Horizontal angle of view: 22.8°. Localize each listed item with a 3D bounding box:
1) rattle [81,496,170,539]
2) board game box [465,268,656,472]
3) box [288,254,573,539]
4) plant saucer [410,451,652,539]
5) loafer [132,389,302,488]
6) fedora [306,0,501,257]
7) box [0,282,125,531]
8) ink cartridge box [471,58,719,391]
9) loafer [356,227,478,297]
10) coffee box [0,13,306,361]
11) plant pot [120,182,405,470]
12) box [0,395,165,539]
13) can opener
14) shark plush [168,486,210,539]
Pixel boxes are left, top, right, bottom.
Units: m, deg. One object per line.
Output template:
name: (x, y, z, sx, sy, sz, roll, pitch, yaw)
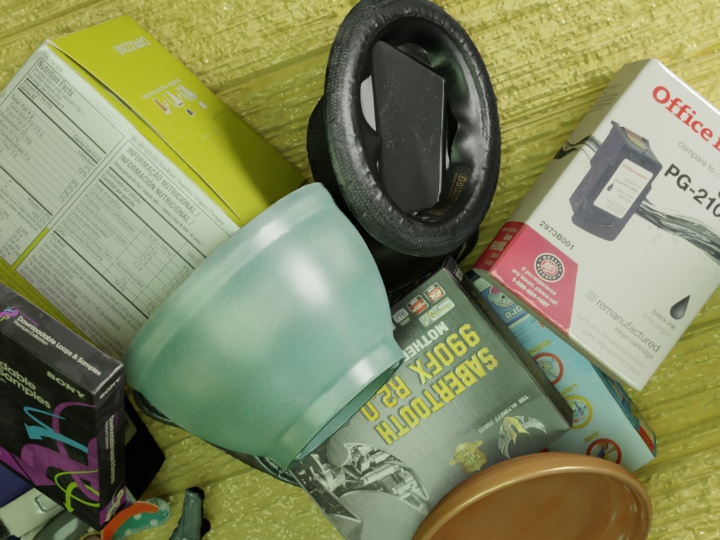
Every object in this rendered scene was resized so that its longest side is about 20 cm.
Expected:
rattle: (-0.261, 0.243, 1.484, 0.143, 0.130, 0.201, 33, 110, 31)
board game box: (0.099, 0.111, 1.415, 0.200, 0.056, 0.196, -33, 97, 15)
box: (0.038, 0.110, 1.370, 0.200, 0.048, 0.159, -37, 95, 16)
plant saucer: (0.125, 0.203, 1.371, 0.199, 0.038, 0.201, -11, 137, -10)
loafer: (-0.091, 0.124, 1.454, 0.199, 0.063, 0.072, 24, 76, -4)
fedora: (0.017, -0.104, 1.338, 0.091, 0.200, 0.201, -14, 104, 45)
box: (-0.232, 0.092, 1.266, 0.143, 0.036, 0.200, 32, 145, 16)
ink cartridge box: (0.202, -0.036, 1.317, 0.145, 0.084, 0.200, 37, 88, -5)
loafer: (0.000, 0.000, 1.394, 0.199, 0.071, 0.073, -24, 99, 14)
coffee box: (-0.191, -0.050, 1.343, 0.200, 0.200, 0.198, 43, 107, -2)
plant pot: (-0.054, 0.055, 1.265, 0.134, 0.200, 0.200, 47, 106, 9)
box: (-0.287, 0.156, 1.460, 0.199, 0.104, 0.148, -31, 99, 14)
can opener: (-0.287, 0.223, 1.389, 0.200, 0.067, 0.053, -32, 98, 15)
shark plush: (-0.151, 0.278, 1.481, 0.091, 0.083, 0.201, 29, 106, 1)
